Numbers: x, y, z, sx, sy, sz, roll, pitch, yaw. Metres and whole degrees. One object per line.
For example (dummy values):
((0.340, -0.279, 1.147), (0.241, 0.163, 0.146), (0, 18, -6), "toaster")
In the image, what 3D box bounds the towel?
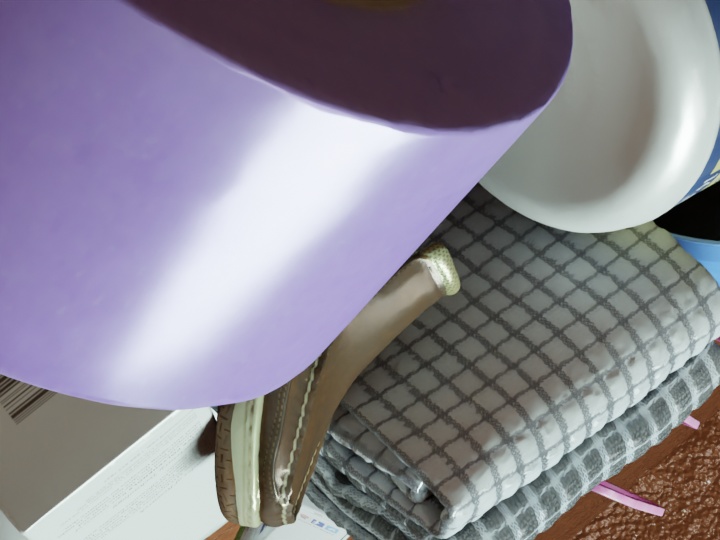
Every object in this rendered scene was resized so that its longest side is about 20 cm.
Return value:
((0.027, 0.023, 1.057), (0.165, 0.200, 0.086), (-35, 143, -25), "towel")

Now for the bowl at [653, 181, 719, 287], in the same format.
((0.184, -0.054, 1.112), (0.200, 0.200, 0.040), (-33, 127, -26), "bowl")

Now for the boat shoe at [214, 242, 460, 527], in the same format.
((0.000, -0.002, 0.958), (0.075, 0.074, 0.204), (70, 32, -78), "boat shoe")

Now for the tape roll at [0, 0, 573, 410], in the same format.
((-0.058, -0.074, 0.534), (0.085, 0.200, 0.200), (-48, 164, 29), "tape roll")

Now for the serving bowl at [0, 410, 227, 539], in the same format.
((-0.087, 0.088, 1.248), (0.200, 0.066, 0.200), (-39, 166, -11), "serving bowl")

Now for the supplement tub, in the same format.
((0.131, -0.112, 1.035), (0.200, 0.145, 0.145), (-28, 162, -41), "supplement tub")

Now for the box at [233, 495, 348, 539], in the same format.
((-0.018, 0.091, 1.330), (0.145, 0.036, 0.200), (-67, -173, -25), "box")

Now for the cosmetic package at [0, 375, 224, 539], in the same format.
((-0.111, 0.054, 0.991), (0.085, 0.108, 0.200), (-38, 168, -6), "cosmetic package")

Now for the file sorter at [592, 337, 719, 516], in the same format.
((0.122, 0.006, 1.263), (0.201, 0.125, 0.139), (-67, 165, -1), "file sorter")
